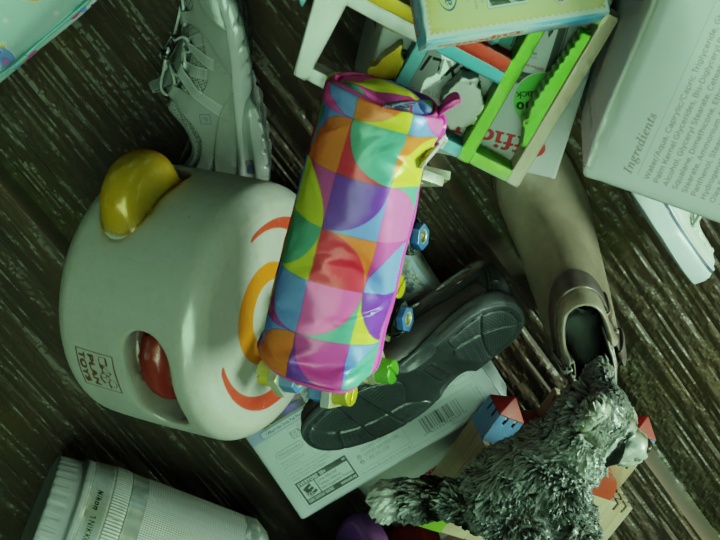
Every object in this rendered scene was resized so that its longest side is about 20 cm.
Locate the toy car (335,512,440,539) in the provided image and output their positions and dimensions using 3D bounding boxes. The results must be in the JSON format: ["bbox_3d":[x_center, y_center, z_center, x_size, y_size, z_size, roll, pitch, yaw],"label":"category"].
[{"bbox_3d":[0.012,0.278,1.245,0.197,0.175,0.152,6,93,-26],"label":"toy car"}]

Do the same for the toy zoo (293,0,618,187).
[{"bbox_3d":[0.046,-0.152,0.955,0.198,0.021,0.132,26,114,-11],"label":"toy zoo"}]

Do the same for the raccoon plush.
[{"bbox_3d":[0.105,0.132,1.064,0.197,0.097,0.136,-3,120,-7],"label":"raccoon plush"}]

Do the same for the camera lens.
[{"bbox_3d":[-0.182,0.255,1.236,0.198,0.160,0.161,23,114,-12],"label":"camera lens"}]

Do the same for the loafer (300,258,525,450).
[{"bbox_3d":[0.035,0.065,1.146,0.199,0.063,0.072,-34,134,18],"label":"loafer"}]

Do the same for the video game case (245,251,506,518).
[{"bbox_3d":[-0.013,0.072,1.198,0.199,0.046,0.182,-31,103,13],"label":"video game case"}]

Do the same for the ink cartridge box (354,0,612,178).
[{"bbox_3d":[0.087,-0.193,1.029,0.145,0.147,0.202,11,116,-7],"label":"ink cartridge box"}]

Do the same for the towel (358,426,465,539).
[{"bbox_3d":[0.065,0.158,1.272,0.143,0.023,0.200,-36,110,17],"label":"towel"}]

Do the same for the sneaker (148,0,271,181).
[{"bbox_3d":[-0.116,-0.149,1.085,0.081,0.075,0.202,-8,117,1],"label":"sneaker"}]

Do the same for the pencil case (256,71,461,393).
[{"bbox_3d":[-0.004,-0.025,0.945,0.087,0.089,0.202,15,107,-8],"label":"pencil case"}]

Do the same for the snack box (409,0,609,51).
[{"bbox_3d":[0.075,-0.241,0.899,0.114,0.037,0.203,-9,91,-7],"label":"snack box"}]

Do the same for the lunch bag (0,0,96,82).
[{"bbox_3d":[-0.247,-0.193,1.018,0.199,0.161,0.077,-37,117,9],"label":"lunch bag"}]

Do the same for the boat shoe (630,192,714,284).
[{"bbox_3d":[0.235,-0.089,1.131,0.085,0.075,0.203,-30,104,9],"label":"boat shoe"}]

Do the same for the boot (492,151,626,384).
[{"bbox_3d":[0.153,-0.004,1.124,0.069,0.147,0.202,-20,115,9],"label":"boot"}]

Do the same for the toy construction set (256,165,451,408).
[{"bbox_3d":[0.000,0.000,1.067,0.091,0.131,0.202,23,91,28],"label":"toy construction set"}]

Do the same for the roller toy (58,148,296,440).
[{"bbox_3d":[-0.123,0.019,1.076,0.138,0.199,0.185,11,86,27],"label":"roller toy"}]

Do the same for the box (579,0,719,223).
[{"bbox_3d":[0.249,-0.155,0.960,0.169,0.200,0.202,19,118,-3],"label":"box"}]

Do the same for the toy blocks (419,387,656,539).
[{"bbox_3d":[0.148,0.158,1.189,0.198,0.100,0.137,21,115,-30],"label":"toy blocks"}]
